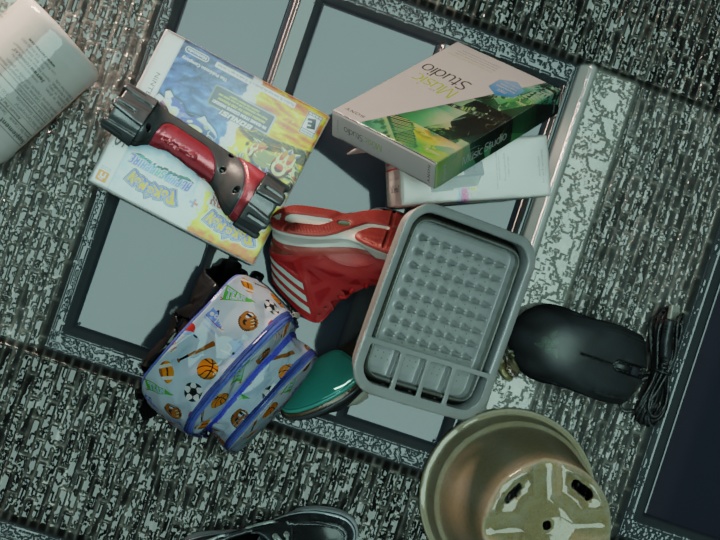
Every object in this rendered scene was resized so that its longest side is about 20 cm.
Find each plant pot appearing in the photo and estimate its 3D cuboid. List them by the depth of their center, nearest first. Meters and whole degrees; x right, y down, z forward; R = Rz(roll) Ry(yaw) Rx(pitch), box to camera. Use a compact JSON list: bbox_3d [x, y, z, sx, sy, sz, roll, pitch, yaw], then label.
[{"bbox_3d":[0.175,0.252,1.681,0.200,0.183,0.201,0,90,-8],"label":"plant pot"}]

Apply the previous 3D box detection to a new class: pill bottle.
[{"bbox_3d":[-0.376,-0.174,1.631,0.200,0.114,0.114,-43,96,-5],"label":"pill bottle"}]

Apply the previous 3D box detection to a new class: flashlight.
[{"bbox_3d":[-0.172,-0.112,1.641,0.200,0.068,0.068,32,90,-9],"label":"flashlight"}]

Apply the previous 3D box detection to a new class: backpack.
[{"bbox_3d":[-0.138,0.093,1.622,0.154,0.191,0.200,35,85,12],"label":"backpack"}]

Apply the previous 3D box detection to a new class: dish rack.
[{"bbox_3d":[0.079,0.040,1.625,0.171,0.044,0.200,18,93,-31],"label":"dish rack"}]

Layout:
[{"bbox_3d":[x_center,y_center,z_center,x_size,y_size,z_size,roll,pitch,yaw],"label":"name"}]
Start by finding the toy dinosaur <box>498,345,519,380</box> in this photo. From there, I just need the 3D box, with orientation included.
[{"bbox_3d":[0.083,0.071,1.685,0.088,0.047,0.200,-51,124,-2],"label":"toy dinosaur"}]

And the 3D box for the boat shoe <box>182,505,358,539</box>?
[{"bbox_3d":[-0.098,0.296,1.701,0.199,0.068,0.072,-5,92,-8],"label":"boat shoe"}]

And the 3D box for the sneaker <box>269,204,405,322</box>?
[{"bbox_3d":[0.000,0.000,1.697,0.199,0.078,0.116,12,125,7],"label":"sneaker"}]

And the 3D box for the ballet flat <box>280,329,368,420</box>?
[{"bbox_3d":[0.004,0.103,1.713,0.200,0.073,0.073,-42,96,-5],"label":"ballet flat"}]

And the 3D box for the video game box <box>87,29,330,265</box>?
[{"bbox_3d":[-0.161,-0.129,1.698,0.200,0.047,0.183,27,90,-7],"label":"video game box"}]

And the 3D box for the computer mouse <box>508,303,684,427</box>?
[{"bbox_3d":[0.261,0.090,1.750,0.199,0.053,0.139,13,91,-12],"label":"computer mouse"}]

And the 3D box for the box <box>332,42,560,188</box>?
[{"bbox_3d":[0.089,-0.164,1.651,0.200,0.144,0.036,-34,139,-35],"label":"box"}]

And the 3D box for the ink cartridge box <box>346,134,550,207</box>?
[{"bbox_3d":[0.091,-0.103,1.697,0.199,0.117,0.068,-4,92,-6],"label":"ink cartridge box"}]

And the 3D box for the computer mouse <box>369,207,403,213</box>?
[{"bbox_3d":[0.085,-0.004,1.734,0.200,0.044,0.110,24,89,-8],"label":"computer mouse"}]
